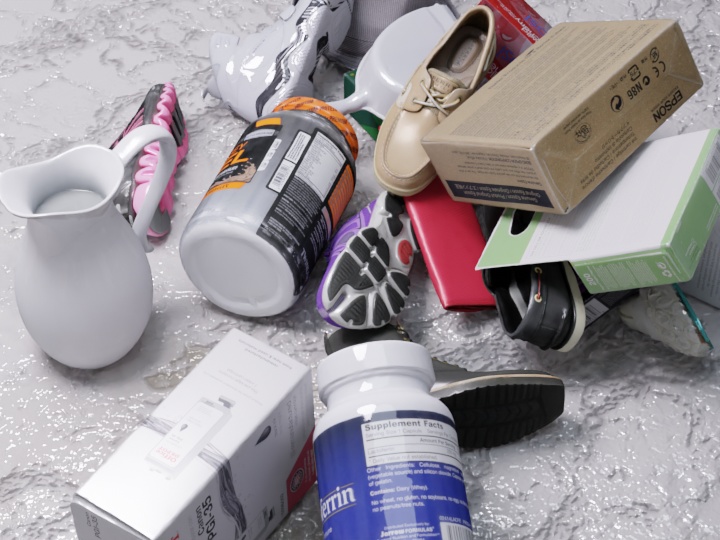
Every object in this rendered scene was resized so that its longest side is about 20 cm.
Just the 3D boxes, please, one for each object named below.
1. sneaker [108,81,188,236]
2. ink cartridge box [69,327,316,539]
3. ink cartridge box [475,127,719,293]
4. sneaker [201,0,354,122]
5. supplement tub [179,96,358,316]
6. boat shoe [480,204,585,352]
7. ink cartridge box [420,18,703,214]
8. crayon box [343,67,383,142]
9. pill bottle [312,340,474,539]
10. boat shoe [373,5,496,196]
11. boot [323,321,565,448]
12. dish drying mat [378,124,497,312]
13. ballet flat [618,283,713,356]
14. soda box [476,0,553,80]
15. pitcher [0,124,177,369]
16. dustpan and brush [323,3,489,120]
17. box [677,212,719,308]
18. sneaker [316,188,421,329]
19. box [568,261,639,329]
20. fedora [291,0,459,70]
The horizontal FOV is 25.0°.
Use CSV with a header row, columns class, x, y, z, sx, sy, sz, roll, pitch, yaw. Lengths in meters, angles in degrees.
class,x,y,z,sx,sy,sz,roll,pitch,yaw
sneaker,-0.227,-0.114,1.608,0.094,0.079,0.201,-5,43,12
ink cartridge box,-0.123,0.169,1.266,0.082,0.147,0.200,25,51,24
ink cartridge box,0.212,-0.047,1.399,0.199,0.048,0.146,-10,40,43
sneaker,-0.088,-0.241,1.689,0.114,0.075,0.201,18,76,22
supplement tub,-0.078,-0.064,1.513,0.121,0.123,0.201,14,46,14
boat shoe,0.144,-0.010,1.465,0.063,0.074,0.202,14,36,-23
ink cartridge box,0.179,-0.140,1.447,0.200,0.075,0.164,-41,25,-22
crayon box,0.086,-0.151,1.648,0.126,0.051,0.200,-24,50,-22
pill bottle,0.023,0.163,1.254,0.114,0.116,0.202,-6,64,-5
boat shoe,0.069,-0.162,1.514,0.071,0.065,0.201,24,67,5
boot,0.067,0.084,1.403,0.198,0.078,0.139,-7,41,-7
dish drying mat,0.076,-0.051,1.519,0.076,0.018,0.202,2,59,-36
ballet flat,0.259,0.016,1.482,0.071,0.072,0.201,-9,43,-8
soda box,0.186,-0.188,1.604,0.200,0.063,0.070,44,34,3
pitcher,-0.225,-0.022,1.419,0.171,0.201,0.121,-30,52,-27
dustpan and brush,0.026,-0.183,1.612,0.199,0.057,0.140,-17,60,-27
box,0.395,-0.015,1.457,0.199,0.125,0.097,27,51,24
sneaker,0.000,0.000,1.477,0.083,0.081,0.200,-29,15,28
box,0.211,-0.051,1.500,0.143,0.036,0.201,-40,39,23
fedora,0.017,-0.304,1.771,0.176,0.091,0.200,-30,52,-26
